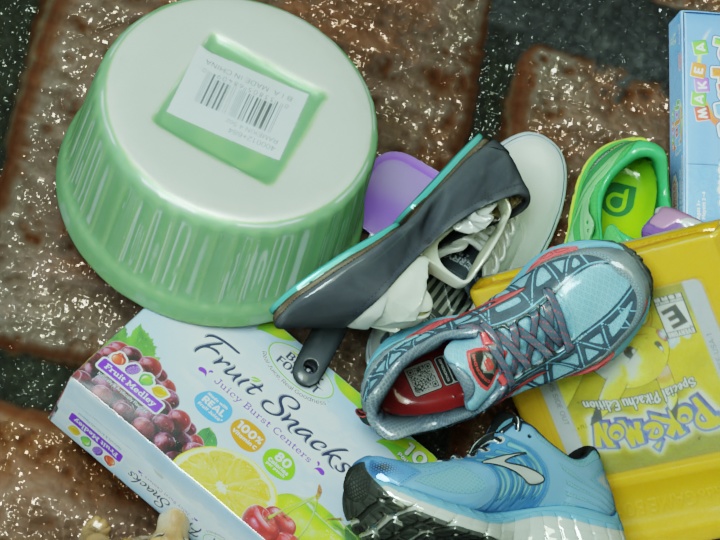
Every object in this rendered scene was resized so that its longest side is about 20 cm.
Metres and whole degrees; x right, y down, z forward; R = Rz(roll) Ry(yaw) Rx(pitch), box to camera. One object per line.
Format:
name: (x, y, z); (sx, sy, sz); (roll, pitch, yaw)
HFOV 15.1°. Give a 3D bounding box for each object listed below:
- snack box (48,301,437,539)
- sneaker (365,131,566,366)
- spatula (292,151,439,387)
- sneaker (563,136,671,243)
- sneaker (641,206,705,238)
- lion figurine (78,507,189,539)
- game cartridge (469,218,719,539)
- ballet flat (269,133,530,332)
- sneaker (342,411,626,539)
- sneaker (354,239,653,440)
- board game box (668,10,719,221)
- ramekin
snack box: (-0.071, 0.103, 1.675); (0.200, 0.053, 0.142); (40, 45, 5)
sneaker: (0.076, -0.007, 1.754); (0.073, 0.071, 0.200); (33, 74, -2)
spatula: (0.000, 0.000, 1.739); (0.056, 0.021, 0.200); (31, 50, -3)
sneaker: (0.160, 0.006, 1.760); (0.074, 0.084, 0.201); (10, 77, -9)
sneaker: (0.214, 0.051, 1.720); (0.088, 0.080, 0.201); (-36, 126, -14)
lion figurine: (-0.192, 0.186, 1.628); (0.199, 0.122, 0.073); (-9, 99, -10)
game cartridge: (0.180, 0.079, 1.690); (0.176, 0.032, 0.201); (-14, 106, 28)
ballet flat: (0.033, -0.008, 1.670); (0.200, 0.073, 0.073); (-39, 87, -30)
sneaker: (0.071, 0.131, 1.654); (0.199, 0.078, 0.090); (11, 66, -35)
sneaker: (0.087, 0.053, 1.635); (0.199, 0.096, 0.080); (-29, 97, 20)
board game box: (0.308, -0.093, 1.834); (0.199, 0.037, 0.152); (3, 78, -11)
ramekin: (-0.084, -0.074, 1.691); (0.199, 0.098, 0.201); (8, 55, -11)
